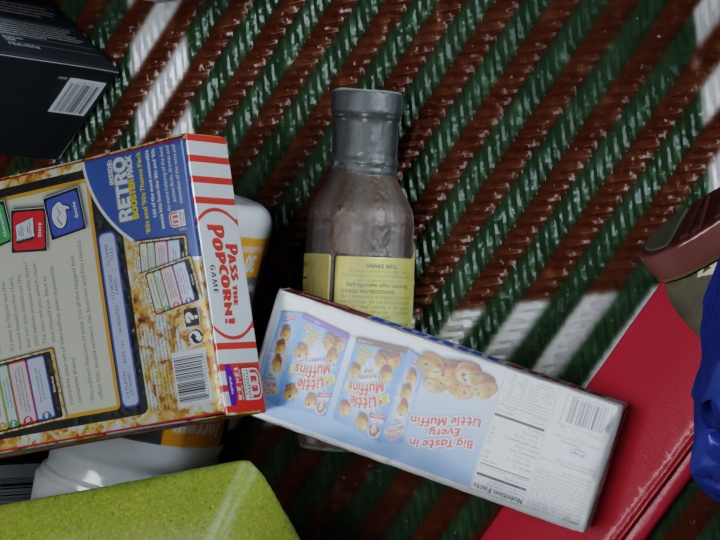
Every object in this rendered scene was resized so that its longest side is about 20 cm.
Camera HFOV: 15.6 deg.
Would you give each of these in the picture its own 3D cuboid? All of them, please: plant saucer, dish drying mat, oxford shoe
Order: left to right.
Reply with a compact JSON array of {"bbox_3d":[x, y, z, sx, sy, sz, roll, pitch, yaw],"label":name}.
[{"bbox_3d":[-0.104,0.211,1.471,0.199,0.048,0.200,-12,119,31],"label":"plant saucer"},{"bbox_3d":[0.135,0.103,1.406,0.077,0.018,0.201,43,110,27],"label":"dish drying mat"},{"bbox_3d":[0.243,-0.027,1.327,0.199,0.071,0.075,-26,105,25],"label":"oxford shoe"}]

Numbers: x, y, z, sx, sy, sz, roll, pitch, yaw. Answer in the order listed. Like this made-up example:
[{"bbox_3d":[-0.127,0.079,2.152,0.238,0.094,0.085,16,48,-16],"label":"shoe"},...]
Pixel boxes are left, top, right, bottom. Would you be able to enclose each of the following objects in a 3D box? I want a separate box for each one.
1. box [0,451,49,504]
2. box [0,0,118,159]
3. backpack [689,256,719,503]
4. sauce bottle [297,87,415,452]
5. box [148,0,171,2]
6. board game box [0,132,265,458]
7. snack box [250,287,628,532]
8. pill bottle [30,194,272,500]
[{"bbox_3d":[-0.287,0.142,1.621,0.199,0.104,0.149,6,92,33],"label":"box"},{"bbox_3d":[-0.262,-0.142,1.557,0.141,0.200,0.079,49,112,24],"label":"box"},{"bbox_3d":[0.260,0.049,1.234,0.199,0.163,0.169,18,117,0],"label":"backpack"},{"bbox_3d":[0.000,0.000,1.468,0.064,0.065,0.201,5,91,32],"label":"sauce bottle"},{"bbox_3d":[-0.099,-0.266,1.520,0.124,0.097,0.201,-5,85,32],"label":"box"},{"bbox_3d":[-0.157,0.019,1.439,0.199,0.046,0.153,-10,85,27],"label":"board game box"},{"bbox_3d":[0.039,0.074,1.411,0.199,0.024,0.072,19,97,14],"label":"snack box"},{"bbox_3d":[-0.124,0.049,1.514,0.116,0.116,0.201,16,97,31],"label":"pill bottle"}]
